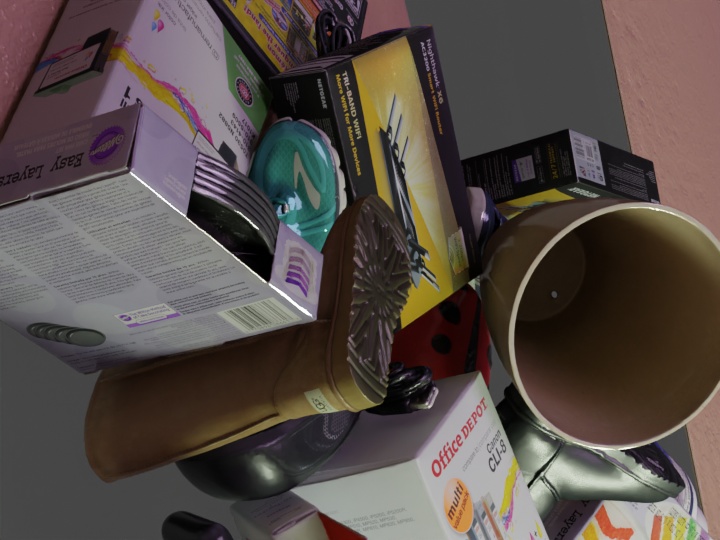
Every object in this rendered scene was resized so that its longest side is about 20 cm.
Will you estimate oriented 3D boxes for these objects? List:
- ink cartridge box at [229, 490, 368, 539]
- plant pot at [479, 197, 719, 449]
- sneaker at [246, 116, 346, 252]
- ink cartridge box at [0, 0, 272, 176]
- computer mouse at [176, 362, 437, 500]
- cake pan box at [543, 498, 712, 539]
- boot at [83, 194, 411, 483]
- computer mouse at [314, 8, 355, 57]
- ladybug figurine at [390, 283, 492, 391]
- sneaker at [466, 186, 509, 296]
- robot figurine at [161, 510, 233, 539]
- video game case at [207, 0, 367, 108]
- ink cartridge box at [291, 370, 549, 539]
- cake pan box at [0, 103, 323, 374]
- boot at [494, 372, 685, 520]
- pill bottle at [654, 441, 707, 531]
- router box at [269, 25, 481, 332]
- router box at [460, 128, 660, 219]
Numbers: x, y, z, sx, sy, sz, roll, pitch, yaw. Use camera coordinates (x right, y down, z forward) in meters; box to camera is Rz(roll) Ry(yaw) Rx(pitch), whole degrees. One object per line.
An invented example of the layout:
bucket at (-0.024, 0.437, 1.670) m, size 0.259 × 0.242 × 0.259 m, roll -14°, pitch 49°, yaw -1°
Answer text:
ink cartridge box at (-0.009, 0.254, 1.256) m, size 0.043 × 0.173 × 0.201 m, roll -26°, pitch 104°, yaw -16°
plant pot at (0.168, 0.020, 1.454) m, size 0.188 × 0.187 × 0.200 m, roll 64°, pitch -9°, yaw -19°
sneaker at (-0.065, -0.006, 1.276) m, size 0.080 × 0.077 × 0.201 m, roll -3°, pitch 110°, yaw -75°
ink cartridge box at (-0.147, -0.093, 1.242) m, size 0.145 × 0.084 × 0.201 m, roll 54°, pitch 34°, yaw -34°
computer mouse at (-0.047, 0.117, 1.287) m, size 0.200 × 0.138 × 0.053 m, roll -23°, pitch 104°, yaw -51°
cake pan box at (0.219, 0.275, 1.641) m, size 0.184 × 0.052 × 0.200 m, roll -51°, pitch 130°, yaw -8°
boot at (-0.074, 0.041, 1.193) m, size 0.066 × 0.199 × 0.176 m, roll 55°, pitch 32°, yaw -32°
computer mouse at (0.012, -0.110, 1.524) m, size 0.200 × 0.052 × 0.139 m, roll 54°, pitch 35°, yaw -57°
ladybug figurine at (0.062, 0.076, 1.549) m, size 0.136 × 0.072 × 0.201 m, roll 46°, pitch 40°, yaw -41°
sneaker at (0.127, -0.019, 1.616) m, size 0.200 × 0.084 × 0.075 m, roll 62°, pitch 41°, yaw -77°
robot figurine at (-0.084, 0.251, 1.160) m, size 0.125 × 0.150 × 0.201 m, roll -72°, pitch 140°, yaw -70°
video game case at (-0.064, -0.220, 1.513) m, size 0.200 × 0.025 × 0.181 m, roll 50°, pitch 37°, yaw -40°
ink cartridge box at (0.041, 0.201, 1.379) m, size 0.201 × 0.144 × 0.145 m, roll 66°, pitch 30°, yaw -14°
cake pan box at (-0.146, -0.012, 1.091) m, size 0.184 × 0.199 × 0.053 m, roll 37°, pitch 49°, yaw -45°
boot at (0.147, 0.186, 1.524) m, size 0.200 × 0.168 × 0.077 m, roll 27°, pitch 22°, yaw -32°
pill bottle at (0.252, 0.217, 1.772) m, size 0.200 × 0.119 × 0.120 m, roll 44°, pitch 41°, yaw -44°
router box at (0.016, -0.067, 1.376) m, size 0.157 × 0.052 × 0.201 m, roll -32°, pitch 114°, yaw -54°
router box at (0.168, -0.072, 1.719) m, size 0.200 × 0.157 × 0.053 m, roll 10°, pitch 68°, yaw -58°
